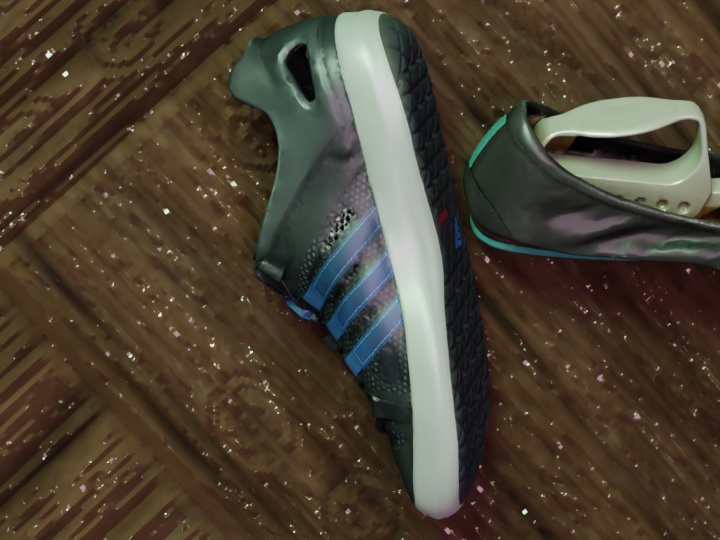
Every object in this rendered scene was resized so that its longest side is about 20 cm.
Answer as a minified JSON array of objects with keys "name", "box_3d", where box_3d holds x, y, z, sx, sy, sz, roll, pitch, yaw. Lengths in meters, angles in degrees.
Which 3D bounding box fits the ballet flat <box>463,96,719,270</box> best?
[{"name":"ballet flat","box_3d":[0.141,-0.030,0.811,0.198,0.068,0.069,6,126,-13]}]

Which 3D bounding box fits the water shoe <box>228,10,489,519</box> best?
[{"name":"water shoe","box_3d":[0.000,0.000,0.802,0.078,0.071,0.202,-8,98,17]}]
